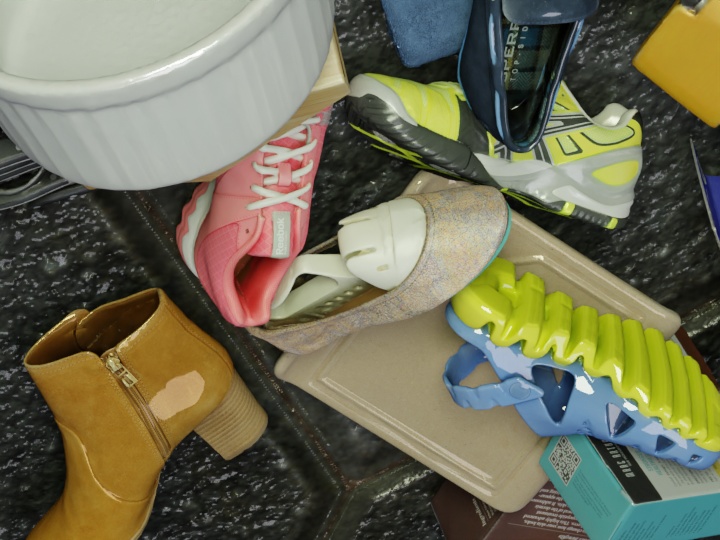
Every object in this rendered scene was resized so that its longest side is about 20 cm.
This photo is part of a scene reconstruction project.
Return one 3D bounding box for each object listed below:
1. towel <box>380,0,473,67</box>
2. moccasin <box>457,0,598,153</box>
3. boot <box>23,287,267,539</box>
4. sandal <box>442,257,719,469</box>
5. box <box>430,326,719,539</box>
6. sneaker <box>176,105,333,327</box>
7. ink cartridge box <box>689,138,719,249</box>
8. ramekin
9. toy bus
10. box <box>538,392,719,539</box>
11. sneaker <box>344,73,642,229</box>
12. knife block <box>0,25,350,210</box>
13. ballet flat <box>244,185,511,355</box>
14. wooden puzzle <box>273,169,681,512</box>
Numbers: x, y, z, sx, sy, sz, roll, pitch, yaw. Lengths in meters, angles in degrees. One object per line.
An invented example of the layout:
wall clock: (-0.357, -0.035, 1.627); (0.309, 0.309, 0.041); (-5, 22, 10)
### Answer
towel: (0.098, -0.188, 1.178); (0.199, 0.049, 0.112); (-22, 136, -3)
moccasin: (0.101, -0.150, 1.131); (0.080, 0.068, 0.201); (-10, 135, -14)
boot: (-0.168, 0.099, 1.337); (0.201, 0.071, 0.144); (-36, 129, 8)
sandal: (0.130, 0.068, 1.317); (0.199, 0.080, 0.087); (28, 122, -3)
box: (0.144, 0.121, 1.477); (0.100, 0.075, 0.200); (13, 123, -33)
sneaker: (-0.047, -0.052, 1.220); (0.073, 0.087, 0.201); (-1, 132, -23)
ink cartridge box: (0.257, 0.014, 1.379); (0.037, 0.095, 0.200); (-20, 127, 13)
ramekin: (-0.107, -0.135, 1.042); (0.199, 0.201, 0.098); (-22, 144, -2)
toy bus: (0.237, -0.176, 1.209); (0.065, 0.078, 0.200); (38, 110, 2)
box: (0.219, 0.127, 1.397); (0.199, 0.082, 0.049); (-3, 135, -34)
sneaker: (0.079, -0.086, 1.267); (0.199, 0.075, 0.077); (17, 92, -30)
knife block: (-0.128, -0.088, 1.115); (0.175, 0.064, 0.200); (-5, 165, -40)
ballet flat: (0.000, 0.000, 1.264); (0.067, 0.068, 0.200); (19, 144, -38)
wooden puzzle: (0.073, 0.044, 1.367); (0.199, 0.037, 0.185); (30, 118, -14)
